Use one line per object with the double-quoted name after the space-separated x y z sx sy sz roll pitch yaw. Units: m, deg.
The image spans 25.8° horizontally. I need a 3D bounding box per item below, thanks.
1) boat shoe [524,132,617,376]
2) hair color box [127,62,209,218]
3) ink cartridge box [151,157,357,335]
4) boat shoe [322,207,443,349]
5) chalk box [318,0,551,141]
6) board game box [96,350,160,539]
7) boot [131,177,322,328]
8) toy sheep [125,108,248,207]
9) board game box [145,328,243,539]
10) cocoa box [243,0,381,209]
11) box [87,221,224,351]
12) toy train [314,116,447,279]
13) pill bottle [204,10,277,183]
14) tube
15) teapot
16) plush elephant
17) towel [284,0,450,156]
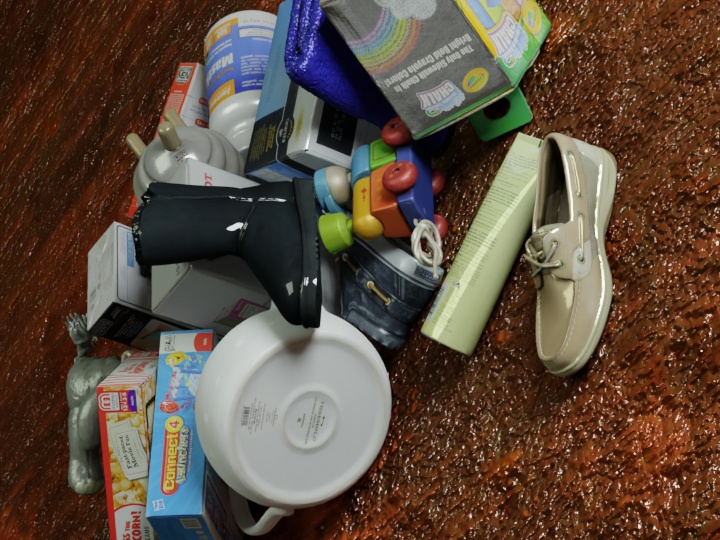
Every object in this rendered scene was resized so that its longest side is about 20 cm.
0.162 -0.014 1.277 0.072 0.065 0.201 -17 58 54 "boat shoe"
-0.199 -0.141 1.916 0.061 0.101 0.201 15 85 61 "hair color box"
-0.108 -0.009 1.584 0.085 0.199 0.145 -43 39 38 "ink cartridge box"
0.000 0.000 1.527 0.091 0.071 0.200 -61 33 7 "boat shoe"
0.083 -0.212 1.424 0.124 0.200 0.124 -24 22 37 "chalk box"
-0.213 0.193 1.561 0.152 0.046 0.201 -59 -34 -80 "board game box"
-0.120 -0.015 1.415 0.201 0.167 0.077 -98 5 -52 "boot"
-0.183 -0.095 1.679 0.137 0.200 0.138 -8 59 14 "toy sheep"
-0.160 0.191 1.578 0.200 0.056 0.197 77 -169 -58 "board game box"
-0.018 -0.179 1.604 0.131 0.133 0.201 -15 60 56 "cocoa box"
-0.193 0.037 1.701 0.060 0.199 0.117 -44 37 35 "box"
0.013 -0.045 1.436 0.115 0.085 0.200 -20 38 17 "toy train"
-0.120 -0.191 1.802 0.112 0.112 0.201 -44 40 38 "pill bottle"
0.118 -0.024 1.381 0.058 0.052 0.201 25 91 19 "tube"
-0.076 0.122 1.473 0.200 0.198 0.146 -41 27 -13 "teapot"
-0.247 0.138 1.802 0.154 0.165 0.201 -4 103 21 "plush elephant"
0.018 -0.211 1.499 0.049 0.200 0.148 -15 61 44 "towel"
